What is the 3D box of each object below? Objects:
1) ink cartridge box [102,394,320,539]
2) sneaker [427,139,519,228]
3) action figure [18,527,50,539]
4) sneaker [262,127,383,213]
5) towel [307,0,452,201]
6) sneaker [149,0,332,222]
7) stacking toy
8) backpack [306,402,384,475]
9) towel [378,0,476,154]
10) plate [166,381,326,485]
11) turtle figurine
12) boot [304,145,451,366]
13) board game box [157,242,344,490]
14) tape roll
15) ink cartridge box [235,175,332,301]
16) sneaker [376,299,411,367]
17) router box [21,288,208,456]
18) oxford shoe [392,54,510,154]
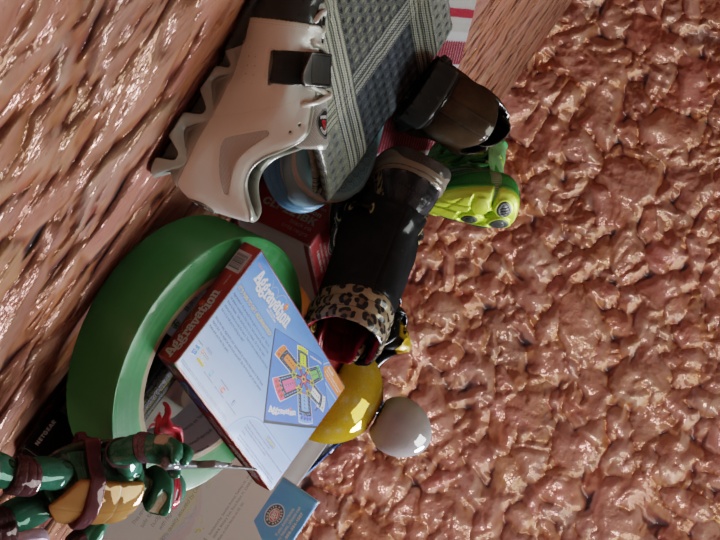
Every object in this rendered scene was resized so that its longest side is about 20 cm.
[{"bbox_3d":[-0.162,0.188,1.504,0.129,0.200,0.125,-55,-167,-9],"label":"ink cartridge box"},{"bbox_3d":[0.085,-0.082,1.461,0.200,0.074,0.084,-146,-110,-77],"label":"sneaker"},{"bbox_3d":[-0.313,0.292,1.385,0.200,0.134,0.149,143,-58,-65],"label":"action figure"},{"bbox_3d":[-0.022,-0.135,1.404,0.131,0.079,0.200,-27,-144,63],"label":"sneaker"},{"bbox_3d":[0.003,-0.175,1.262,0.193,0.034,0.200,-55,157,-24],"label":"towel"},{"bbox_3d":[-0.045,-0.121,1.110,0.200,0.088,0.074,-58,174,14],"label":"sneaker"},{"bbox_3d":[-0.034,0.096,1.434,0.146,0.200,0.146,-59,180,0],"label":"stacking toy"},{"bbox_3d":[-0.096,0.128,1.833,0.200,0.183,0.135,-43,-164,15],"label":"backpack"},{"bbox_3d":[0.047,-0.177,1.493,0.144,0.023,0.201,-10,118,-60],"label":"towel"},{"bbox_3d":[-0.139,0.162,1.670,0.200,0.199,0.032,-54,144,-26],"label":"plate"},{"bbox_3d":[-0.177,0.155,1.155,0.101,0.200,0.150,48,-53,50],"label":"turtle figurine"},{"bbox_3d":[0.000,0.000,1.382,0.151,0.073,0.200,-69,-167,-22],"label":"boot"},{"bbox_3d":[-0.075,0.074,1.288,0.103,0.019,0.200,-53,147,-18],"label":"board game box"},{"bbox_3d":[-0.124,0.061,1.270,0.200,0.048,0.201,-36,139,-39],"label":"tape roll"},{"bbox_3d":[-0.015,-0.066,1.579,0.200,0.084,0.144,-55,155,-26],"label":"ink cartridge box"},{"bbox_3d":[0.015,0.032,1.517,0.200,0.090,0.070,-63,157,-7],"label":"sneaker"},{"bbox_3d":[-0.182,0.087,1.359,0.200,0.051,0.149,-54,177,-21],"label":"router box"},{"bbox_3d":[0.075,-0.124,1.414,0.073,0.084,0.200,-57,-175,10],"label":"oxford shoe"}]
